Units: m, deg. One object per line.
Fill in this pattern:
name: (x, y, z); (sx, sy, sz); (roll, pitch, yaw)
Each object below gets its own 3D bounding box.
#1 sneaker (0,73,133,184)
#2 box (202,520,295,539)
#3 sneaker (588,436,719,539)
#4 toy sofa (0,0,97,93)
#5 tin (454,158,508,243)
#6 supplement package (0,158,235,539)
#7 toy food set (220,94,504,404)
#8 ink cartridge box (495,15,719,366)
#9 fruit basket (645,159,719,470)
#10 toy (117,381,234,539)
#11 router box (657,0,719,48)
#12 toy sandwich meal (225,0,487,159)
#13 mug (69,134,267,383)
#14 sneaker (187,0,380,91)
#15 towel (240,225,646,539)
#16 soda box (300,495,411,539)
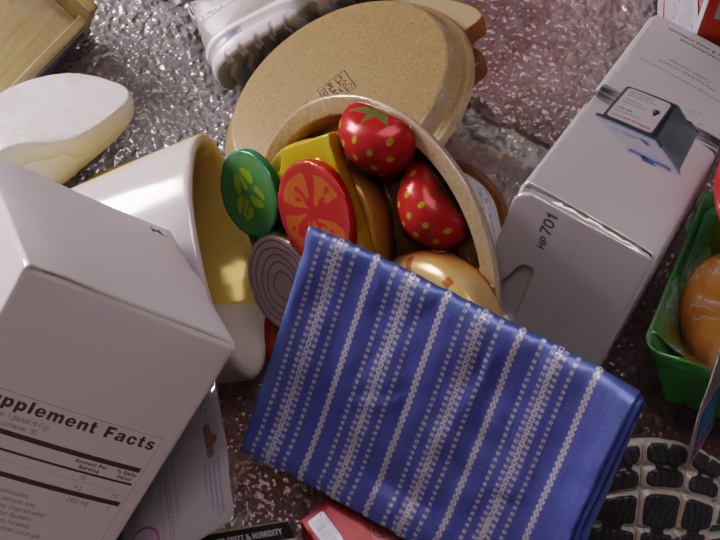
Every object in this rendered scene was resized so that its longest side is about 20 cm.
sneaker: (-0.233, -0.056, 0.850); (0.075, 0.089, 0.199); (34, 56, 30)
box: (-0.045, 0.242, 0.694); (0.074, 0.050, 0.202); (0, 56, -36)
sneaker: (0.132, 0.118, 0.756); (0.197, 0.080, 0.079); (14, 102, -10)
toy sofa: (-0.281, -0.133, 0.902); (0.083, 0.097, 0.201); (40, 67, -7)
tin: (0.052, 0.015, 0.837); (0.110, 0.042, 0.203); (-9, 62, 0)
supplement package: (-0.175, 0.069, 0.646); (0.202, 0.119, 0.121); (-57, 36, 13)
toy food set: (0.000, 0.000, 0.740); (0.048, 0.196, 0.203); (-24, 98, -41)
ink cartridge box: (0.150, -0.035, 0.769); (0.085, 0.148, 0.200); (29, 48, 11)
fruit basket: (0.223, -0.014, 0.687); (0.093, 0.202, 0.186); (21, 52, 14)
toy: (-0.142, 0.149, 0.722); (0.199, 0.047, 0.116); (-33, 43, 15)
router box: (0.243, -0.206, 0.871); (0.048, 0.180, 0.203); (7, 62, 4)
toy sandwich meal: (0.000, -0.104, 0.865); (0.202, 0.070, 0.208); (-16, 49, 19)
mug: (-0.147, 0.006, 0.803); (0.151, 0.187, 0.152); (-13, 94, 8)
sneaker: (-0.037, -0.216, 0.937); (0.198, 0.075, 0.082); (-30, 66, -14)
towel: (0.036, 0.082, 0.674); (0.198, 0.147, 0.024); (26, 24, 15)
soda box: (0.047, 0.210, 0.713); (0.063, 0.070, 0.201); (-32, 65, -17)
